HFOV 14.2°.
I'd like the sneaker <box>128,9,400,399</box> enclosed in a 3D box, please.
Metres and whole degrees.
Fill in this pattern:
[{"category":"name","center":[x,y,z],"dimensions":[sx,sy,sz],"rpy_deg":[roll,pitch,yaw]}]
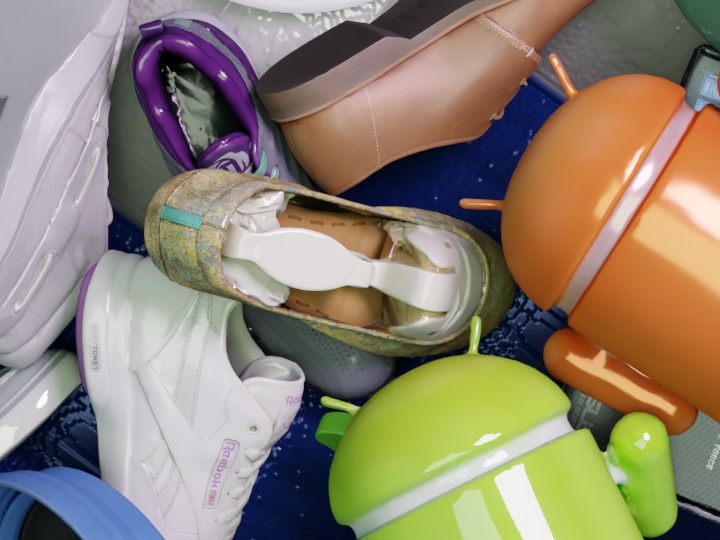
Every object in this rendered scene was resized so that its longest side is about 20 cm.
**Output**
[{"category":"sneaker","center":[-0.051,-0.025,1.313],"dimensions":[0.074,0.088,0.200],"rpy_deg":[-32,91,6]}]

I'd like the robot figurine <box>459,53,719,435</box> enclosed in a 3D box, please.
[{"category":"robot figurine","center":[0.146,-0.009,1.236],"dimensions":[0.200,0.144,0.117],"rpy_deg":[32,63,4]}]

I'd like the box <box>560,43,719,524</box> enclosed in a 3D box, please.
[{"category":"box","center":[0.190,0.017,1.317],"dimensions":[0.157,0.051,0.201],"rpy_deg":[22,96,2]}]

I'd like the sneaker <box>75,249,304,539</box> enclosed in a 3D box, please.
[{"category":"sneaker","center":[-0.072,0.088,1.316],"dimensions":[0.099,0.075,0.201],"rpy_deg":[-3,108,9]}]

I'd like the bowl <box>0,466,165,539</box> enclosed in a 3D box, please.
[{"category":"bowl","center":[-0.120,0.182,1.297],"dimensions":[0.039,0.200,0.201],"rpy_deg":[-20,94,-34]}]

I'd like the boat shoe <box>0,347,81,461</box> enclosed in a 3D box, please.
[{"category":"boat shoe","center":[-0.221,0.084,1.344],"dimensions":[0.201,0.070,0.072],"rpy_deg":[-34,95,9]}]

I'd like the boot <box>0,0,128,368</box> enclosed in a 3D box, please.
[{"category":"boot","center":[-0.145,-0.056,1.330],"dimensions":[0.073,0.096,0.200],"rpy_deg":[11,64,29]}]

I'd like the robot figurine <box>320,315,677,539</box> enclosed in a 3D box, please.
[{"category":"robot figurine","center":[0.062,0.125,1.239],"dimensions":[0.175,0.116,0.200],"rpy_deg":[-26,84,-7]}]

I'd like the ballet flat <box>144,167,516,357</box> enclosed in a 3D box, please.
[{"category":"ballet flat","center":[0.000,0.000,1.274],"dimensions":[0.200,0.071,0.071],"rpy_deg":[14,97,-33]}]

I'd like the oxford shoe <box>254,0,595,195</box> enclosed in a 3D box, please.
[{"category":"oxford shoe","center":[0.054,-0.100,1.310],"dimensions":[0.200,0.071,0.071],"rpy_deg":[-29,110,-4]}]

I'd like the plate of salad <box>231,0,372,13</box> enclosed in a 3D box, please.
[{"category":"plate of salad","center":[-0.027,-0.218,1.317],"dimensions":[0.199,0.048,0.201],"rpy_deg":[0,94,5]}]

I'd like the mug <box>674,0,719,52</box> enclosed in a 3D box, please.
[{"category":"mug","center":[0.206,-0.143,1.261],"dimensions":[0.152,0.114,0.186],"rpy_deg":[-26,107,-27]}]

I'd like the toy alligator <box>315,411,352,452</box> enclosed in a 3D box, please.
[{"category":"toy alligator","center":[0.068,0.122,1.337],"dimensions":[0.199,0.059,0.054],"rpy_deg":[23,138,0]}]
